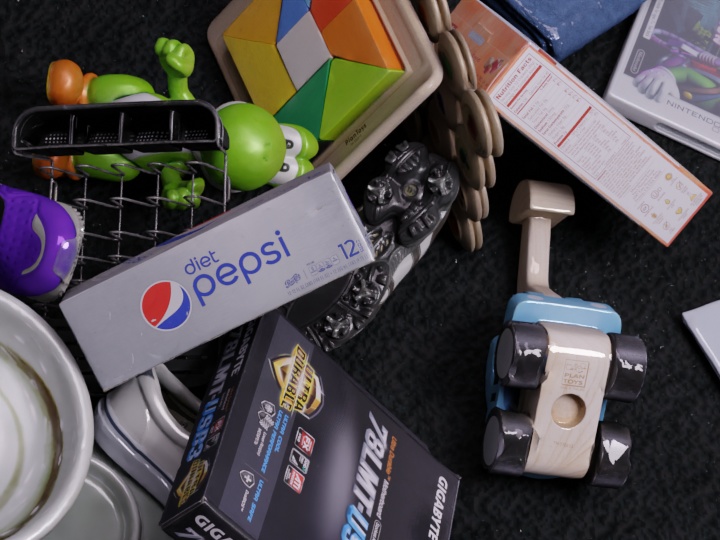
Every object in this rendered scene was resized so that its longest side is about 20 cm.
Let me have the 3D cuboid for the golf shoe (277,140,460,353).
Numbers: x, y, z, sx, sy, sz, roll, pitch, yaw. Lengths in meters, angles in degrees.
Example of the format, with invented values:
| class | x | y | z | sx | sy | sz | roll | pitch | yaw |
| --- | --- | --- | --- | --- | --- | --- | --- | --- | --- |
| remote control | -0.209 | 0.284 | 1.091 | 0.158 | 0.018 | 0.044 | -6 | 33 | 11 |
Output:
| class | x | y | z | sx | sy | sz | roll | pitch | yaw |
| --- | --- | --- | --- | --- | --- | --- | --- | --- | --- |
| golf shoe | 0.000 | 0.000 | 1.760 | 0.200 | 0.094 | 0.078 | -45 | 78 | -6 |

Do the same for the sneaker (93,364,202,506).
| class | x | y | z | sx | sy | sz | roll | pitch | yaw |
| --- | --- | --- | --- | --- | --- | --- | --- | --- | --- |
| sneaker | -0.089 | 0.141 | 1.622 | 0.200 | 0.071 | 0.073 | 39 | 24 | -5 |

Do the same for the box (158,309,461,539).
| class | x | y | z | sx | sy | sz | roll | pitch | yaw |
| --- | --- | --- | --- | --- | --- | --- | --- | --- | --- |
| box | -0.026 | 0.151 | 1.590 | 0.198 | 0.050 | 0.200 | 42 | 35 | -19 |

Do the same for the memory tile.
| class | x | y | z | sx | sy | sz | roll | pitch | yaw |
| --- | --- | --- | --- | --- | --- | --- | --- | --- | --- |
| memory tile | 0.062 | -0.113 | 1.769 | 0.017 | 0.200 | 0.153 | -17 | 66 | -11 |

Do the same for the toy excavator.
| class | x | y | z | sx | sy | sz | roll | pitch | yaw |
| --- | --- | --- | --- | --- | --- | --- | --- | --- | --- |
| toy excavator | 0.132 | 0.044 | 1.759 | 0.100 | 0.200 | 0.195 | 7 | 102 | -13 |

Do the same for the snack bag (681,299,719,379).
| class | x | y | z | sx | sy | sz | roll | pitch | yaw |
| --- | --- | --- | --- | --- | --- | --- | --- | --- | --- |
| snack bag | 0.366 | 0.088 | 1.842 | 0.188 | 0.021 | 0.200 | -18 | 65 | -24 |

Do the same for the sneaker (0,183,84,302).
| class | x | y | z | sx | sy | sz | roll | pitch | yaw |
| --- | --- | --- | --- | --- | --- | --- | --- | --- | --- |
| sneaker | -0.269 | -0.033 | 1.621 | 0.099 | 0.200 | 0.070 | 14 | 96 | -42 |

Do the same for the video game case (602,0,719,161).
| class | x | y | z | sx | sy | sz | roll | pitch | yaw |
| --- | --- | --- | --- | --- | --- | --- | --- | --- | --- |
| video game case | 0.308 | -0.173 | 1.984 | 0.182 | 0.023 | 0.200 | 25 | 56 | -1 |

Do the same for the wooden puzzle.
| class | x | y | z | sx | sy | sz | roll | pitch | yaw |
| --- | --- | --- | --- | --- | --- | --- | --- | --- | --- |
| wooden puzzle | -0.035 | -0.161 | 1.782 | 0.037 | 0.185 | 0.200 | 6 | 52 | -42 |

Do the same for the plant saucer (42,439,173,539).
| class | x | y | z | sx | sy | sz | roll | pitch | yaw |
| --- | --- | --- | --- | --- | --- | --- | --- | --- | --- |
| plant saucer | -0.201 | 0.176 | 1.603 | 0.200 | 0.050 | 0.200 | 8 | 58 | -13 |

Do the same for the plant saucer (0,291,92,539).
| class | x | y | z | sx | sy | sz | roll | pitch | yaw |
| --- | --- | --- | --- | --- | --- | --- | --- | --- | --- |
| plant saucer | -0.274 | 0.102 | 1.549 | 0.200 | 0.050 | 0.200 | 10 | 62 | -19 |

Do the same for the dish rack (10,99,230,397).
| class | x | y | z | sx | sy | sz | roll | pitch | yaw |
| --- | --- | --- | --- | --- | --- | --- | --- | --- | --- |
| dish rack | -0.162 | -0.013 | 1.665 | 0.153 | 0.055 | 0.200 | -1 | 82 | 18 |

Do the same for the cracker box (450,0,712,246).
| class | x | y | z | sx | sy | sz | roll | pitch | yaw |
| --- | --- | --- | --- | --- | --- | --- | --- | --- | --- |
| cracker box | 0.152 | -0.112 | 1.790 | 0.200 | 0.058 | 0.134 | 37 | 7 | -27 |

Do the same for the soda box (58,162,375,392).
| class | x | y | z | sx | sy | sz | roll | pitch | yaw |
| --- | --- | --- | --- | --- | --- | --- | --- | --- | --- |
| soda box | -0.094 | 0.003 | 1.588 | 0.200 | 0.063 | 0.068 | -27 | 98 | 2 |

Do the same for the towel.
| class | x | y | z | sx | sy | sz | roll | pitch | yaw |
| --- | --- | --- | --- | --- | --- | --- | --- | --- | --- |
| towel | 0.190 | -0.251 | 1.969 | 0.200 | 0.049 | 0.112 | -36 | 72 | -25 |

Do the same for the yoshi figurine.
| class | x | y | z | sx | sy | sz | roll | pitch | yaw |
| --- | --- | --- | --- | --- | --- | --- | --- | --- | --- |
| yoshi figurine | -0.132 | -0.098 | 1.729 | 0.200 | 0.112 | 0.112 | 8 | 36 | 7 |
